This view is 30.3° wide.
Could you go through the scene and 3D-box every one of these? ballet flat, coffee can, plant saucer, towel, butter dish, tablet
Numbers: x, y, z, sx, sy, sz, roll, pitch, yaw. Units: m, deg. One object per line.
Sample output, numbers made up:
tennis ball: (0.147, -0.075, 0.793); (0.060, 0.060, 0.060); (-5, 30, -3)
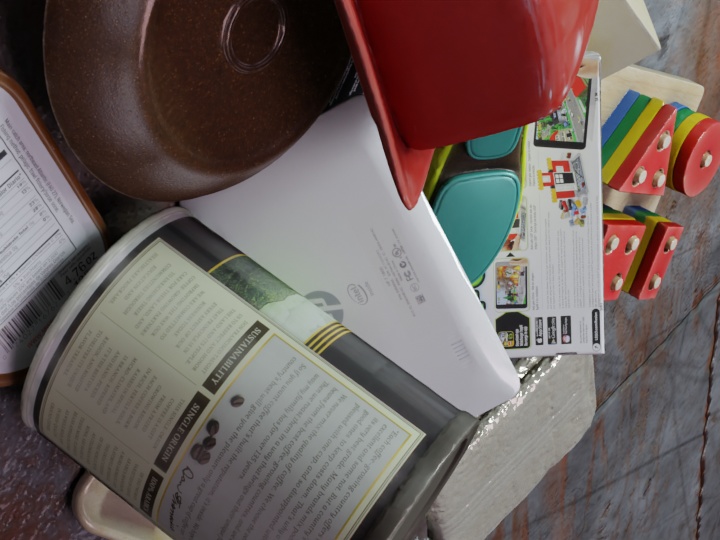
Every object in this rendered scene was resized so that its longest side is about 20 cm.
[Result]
ballet flat: (0.071, -0.079, 0.835); (0.066, 0.068, 0.202); (-3, 134, -13)
coffee can: (-0.058, 0.082, 0.706); (0.147, 0.199, 0.147); (-52, 169, -14)
plant saucer: (-0.060, -0.121, 0.645); (0.199, 0.036, 0.203); (-30, 134, -36)
towel: (0.118, 0.137, 1.070); (0.200, 0.034, 0.133); (-41, 141, -23)
butter dish: (0.072, -0.162, 0.651); (0.201, 0.146, 0.202); (70, 26, -48)
tablet: (-0.005, 0.014, 0.775); (0.129, 0.014, 0.202); (-27, 102, 9)

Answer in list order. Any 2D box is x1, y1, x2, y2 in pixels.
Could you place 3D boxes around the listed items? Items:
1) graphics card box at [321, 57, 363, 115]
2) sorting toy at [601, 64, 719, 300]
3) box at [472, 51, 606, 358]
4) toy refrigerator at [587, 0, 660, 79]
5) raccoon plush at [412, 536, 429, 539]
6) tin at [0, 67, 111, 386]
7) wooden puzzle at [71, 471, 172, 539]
graphics card box: (-0.032, -0.155, 0.732); (0.199, 0.051, 0.127); (6, 110, -56)
sorting toy: (0.230, -0.066, 1.133); (0.199, 0.069, 0.201); (-1, 115, -53)
box: (0.109, -0.043, 0.901); (0.035, 0.108, 0.203); (-81, 169, -78)
toy refrigerator: (0.127, -0.200, 0.872); (0.069, 0.077, 0.199); (-24, 155, 21)
raccoon plush: (0.031, 0.301, 1.019); (0.096, 0.135, 0.200); (0, 143, -46)
tin: (-0.186, -0.023, 0.640); (0.112, 0.042, 0.201); (-51, 146, -21)
wooden puzzle: (-0.075, 0.103, 0.874); (0.201, 0.046, 0.185); (-57, 147, -5)
